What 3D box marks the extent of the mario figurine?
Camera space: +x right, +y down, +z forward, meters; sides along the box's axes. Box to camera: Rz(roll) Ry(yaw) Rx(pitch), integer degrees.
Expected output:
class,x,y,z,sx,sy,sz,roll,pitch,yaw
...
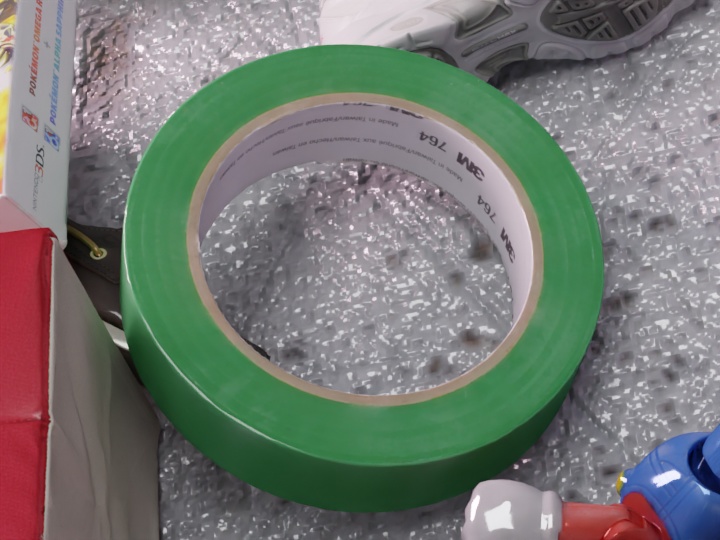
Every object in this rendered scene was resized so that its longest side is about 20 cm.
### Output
class,x,y,z,sx,sy,sz,roll,pitch,yaw
mario figurine,0.108,0.085,0.840,0.200,0.123,0.106,-45,15,14

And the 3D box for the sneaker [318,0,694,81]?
class,x,y,z,sx,sy,sz,roll,pitch,yaw
sneaker,0.066,-0.142,1.015,0.199,0.078,0.100,-19,54,5

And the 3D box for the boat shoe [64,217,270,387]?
class,x,y,z,sx,sy,sz,roll,pitch,yaw
boat shoe,-0.117,0.006,0.987,0.201,0.072,0.061,22,73,30

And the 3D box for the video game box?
class,x,y,z,sx,sy,sz,roll,pitch,yaw
video game box,-0.216,-0.038,1.002,0.200,0.047,0.183,-30,42,21

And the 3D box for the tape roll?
class,x,y,z,sx,sy,sz,roll,pitch,yaw
tape roll,0.000,0.000,0.926,0.199,0.048,0.201,4,59,-6

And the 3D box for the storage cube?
class,x,y,z,sx,sy,sz,roll,pitch,yaw
storage cube,-0.185,0.106,0.879,0.179,0.200,0.172,-7,58,6
